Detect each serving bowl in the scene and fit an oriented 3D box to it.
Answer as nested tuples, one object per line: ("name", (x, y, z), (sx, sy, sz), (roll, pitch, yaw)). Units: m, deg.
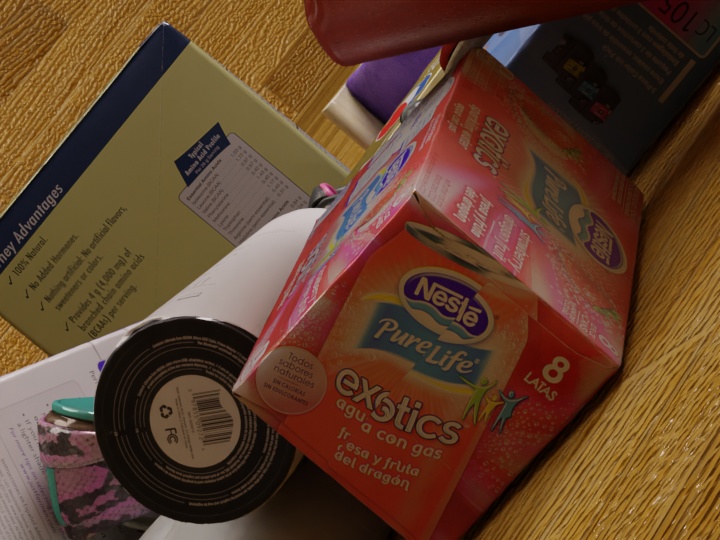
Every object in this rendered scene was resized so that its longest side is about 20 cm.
("serving bowl", (-0.070, 0.143, 1.105), (0.200, 0.066, 0.200), (-50, 7, 8))

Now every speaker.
("speaker", (-0.038, 0.032, 1.091), (0.081, 0.081, 0.200), (-49, -1, 17))

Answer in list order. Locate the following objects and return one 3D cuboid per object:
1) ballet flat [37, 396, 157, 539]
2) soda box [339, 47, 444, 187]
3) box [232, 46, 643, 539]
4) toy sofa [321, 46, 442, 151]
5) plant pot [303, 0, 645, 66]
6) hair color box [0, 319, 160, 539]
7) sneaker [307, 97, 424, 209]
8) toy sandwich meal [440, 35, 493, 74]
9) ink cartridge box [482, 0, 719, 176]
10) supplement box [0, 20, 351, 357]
("ballet flat", (-0.058, 0.079, 1.213), (0.199, 0.072, 0.069), (-11, 18, -42))
("soda box", (0.064, -0.094, 1.565), (0.200, 0.064, 0.068), (-54, 7, -33))
("box", (0.035, 0.005, 1.006), (0.103, 0.095, 0.200), (-48, 6, 18))
("toy sofa", (0.052, -0.127, 1.768), (0.098, 0.083, 0.200), (-53, 6, -34))
("plant pot", (0.060, -0.178, 1.073), (0.194, 0.202, 0.201), (-16, 13, 9))
("hair color box", (-0.121, 0.093, 1.231), (0.065, 0.110, 0.200), (-31, -6, 39))
("sneaker", (0.000, 0.000, 1.351), (0.200, 0.086, 0.080), (-51, 4, 1))
("toy sandwich meal", (0.100, -0.163, 1.383), (0.205, 0.070, 0.205), (-42, -14, -12))
("ink cartridge box", (0.076, -0.062, 1.222), (0.200, 0.076, 0.136), (-52, 6, 2))
("supplement box", (-0.105, -0.013, 1.671), (0.200, 0.200, 0.134), (-50, 5, 0))
